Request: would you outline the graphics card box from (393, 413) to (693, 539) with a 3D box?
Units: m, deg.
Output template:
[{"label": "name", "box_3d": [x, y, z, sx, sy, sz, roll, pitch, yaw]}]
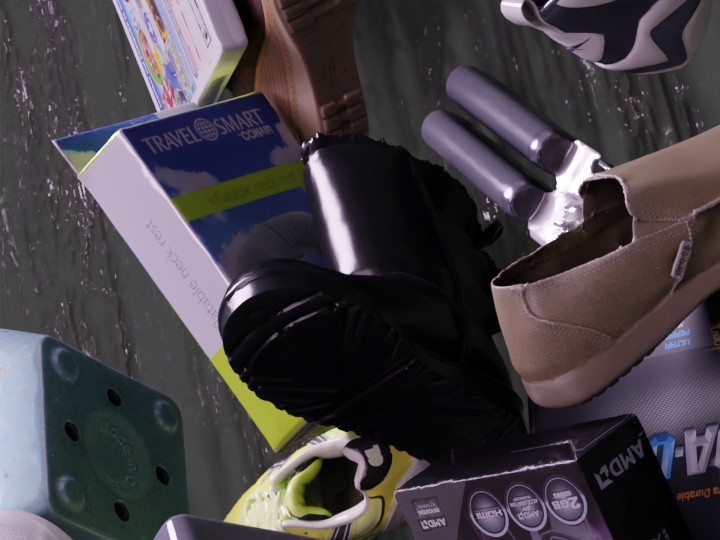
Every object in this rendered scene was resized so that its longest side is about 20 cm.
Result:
[{"label": "graphics card box", "box_3d": [0.108, 0.168, 1.330, 0.125, 0.051, 0.200, -14, 103, 49]}]

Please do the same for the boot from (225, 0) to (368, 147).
[{"label": "boot", "box_3d": [-0.058, -0.165, 1.583, 0.166, 0.072, 0.200, 36, 139, 48]}]

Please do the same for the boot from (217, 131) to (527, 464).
[{"label": "boot", "box_3d": [0.000, -0.001, 1.425, 0.073, 0.198, 0.163, -38, 44, 28]}]

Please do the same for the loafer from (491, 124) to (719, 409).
[{"label": "loafer", "box_3d": [0.138, -0.024, 1.306, 0.200, 0.067, 0.076, -44, 21, -8]}]

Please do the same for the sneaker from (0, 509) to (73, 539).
[{"label": "sneaker", "box_3d": [-0.159, 0.199, 1.464, 0.074, 0.116, 0.200, -34, 70, 10]}]

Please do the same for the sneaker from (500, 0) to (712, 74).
[{"label": "sneaker", "box_3d": [0.108, -0.197, 1.382, 0.079, 0.129, 0.199, 19, 100, 49]}]

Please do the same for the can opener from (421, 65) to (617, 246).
[{"label": "can opener", "box_3d": [0.094, -0.042, 1.438, 0.053, 0.066, 0.200, -60, 35, 8]}]

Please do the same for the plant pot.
[{"label": "plant pot", "box_3d": [-0.204, 0.140, 1.658, 0.200, 0.196, 0.196, -30, 50, 28]}]

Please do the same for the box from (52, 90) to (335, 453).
[{"label": "box", "box_3d": [-0.054, -0.011, 1.513, 0.048, 0.122, 0.200, -45, 75, 35]}]

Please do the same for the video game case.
[{"label": "video game case", "box_3d": [-0.109, -0.158, 1.624, 0.200, 0.018, 0.143, 131, 117, -73]}]

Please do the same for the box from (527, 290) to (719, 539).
[{"label": "box", "box_3d": [0.160, 0.080, 1.348, 0.200, 0.046, 0.159, -14, 75, 49]}]

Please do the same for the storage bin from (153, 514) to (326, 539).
[{"label": "storage bin", "box_3d": [-0.033, 0.210, 1.464, 0.146, 0.200, 0.134, -57, 35, 29]}]

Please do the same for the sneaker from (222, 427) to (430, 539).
[{"label": "sneaker", "box_3d": [-0.025, 0.118, 1.545, 0.200, 0.076, 0.076, -35, 61, 44]}]
